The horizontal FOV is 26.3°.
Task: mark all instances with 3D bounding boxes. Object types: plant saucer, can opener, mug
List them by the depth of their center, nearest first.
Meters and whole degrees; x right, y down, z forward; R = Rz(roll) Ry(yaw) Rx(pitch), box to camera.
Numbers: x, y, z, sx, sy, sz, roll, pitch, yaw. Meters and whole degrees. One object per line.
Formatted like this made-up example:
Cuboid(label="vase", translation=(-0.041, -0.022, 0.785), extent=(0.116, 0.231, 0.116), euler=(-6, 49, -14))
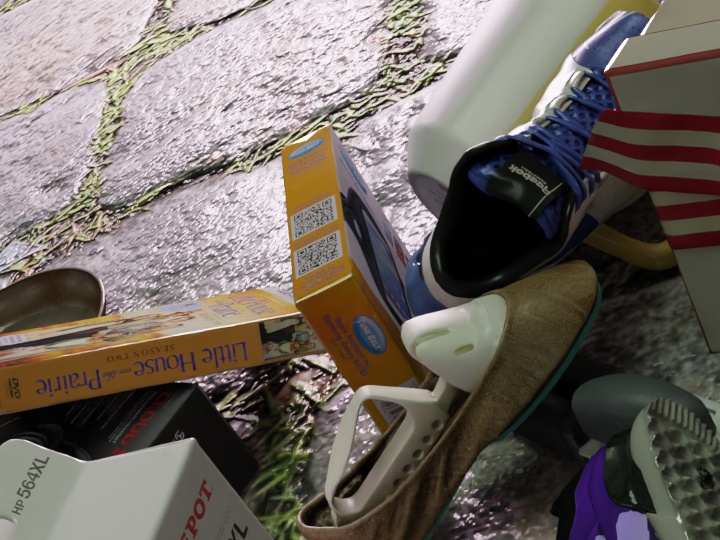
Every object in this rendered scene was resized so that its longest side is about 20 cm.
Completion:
Cuboid(label="can opener", translation=(0.107, 0.058, 0.770), extent=(0.053, 0.067, 0.200), euler=(-44, 32, -19))
Cuboid(label="mug", translation=(0.115, -0.084, 0.903), extent=(0.153, 0.149, 0.186), euler=(-48, 26, -10))
Cuboid(label="plant saucer", translation=(-0.266, 0.076, 1.139), extent=(0.200, 0.032, 0.200), euler=(-25, 30, 16))

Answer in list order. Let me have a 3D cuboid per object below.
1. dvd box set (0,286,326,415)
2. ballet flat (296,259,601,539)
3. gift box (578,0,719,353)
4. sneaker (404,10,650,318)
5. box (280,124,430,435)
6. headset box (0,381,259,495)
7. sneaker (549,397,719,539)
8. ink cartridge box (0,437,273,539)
Cuboid(label="dvd box set", translation=(-0.131, 0.045, 0.931), extent=(0.199, 0.030, 0.146), euler=(-10, 8, -14))
Cuboid(label="ballet flat", translation=(0.035, 0.067, 0.751), extent=(0.200, 0.072, 0.068), euler=(-54, 22, 14))
Cuboid(label="gift box", translation=(0.224, -0.061, 0.731), extent=(0.200, 0.185, 0.187), euler=(-13, 27, 38))
Cuboid(label="sneaker", translation=(0.102, -0.048, 0.790), extent=(0.200, 0.081, 0.115), euler=(-49, -6, -5))
Cuboid(label="box", translation=(0.000, 0.000, 0.906), extent=(0.041, 0.119, 0.200), euler=(-26, 31, 12))
Cuboid(label="headset box", translation=(-0.168, 0.139, 0.907), extent=(0.200, 0.077, 0.149), euler=(-1, 43, 45))
Cuboid(label="sneaker", translation=(0.116, 0.157, 0.627), extent=(0.099, 0.069, 0.200), euler=(-39, 33, 33))
Cuboid(label="ink cartridge box", translation=(-0.100, 0.176, 0.662), extent=(0.125, 0.200, 0.129), euler=(-16, 34, 28))
